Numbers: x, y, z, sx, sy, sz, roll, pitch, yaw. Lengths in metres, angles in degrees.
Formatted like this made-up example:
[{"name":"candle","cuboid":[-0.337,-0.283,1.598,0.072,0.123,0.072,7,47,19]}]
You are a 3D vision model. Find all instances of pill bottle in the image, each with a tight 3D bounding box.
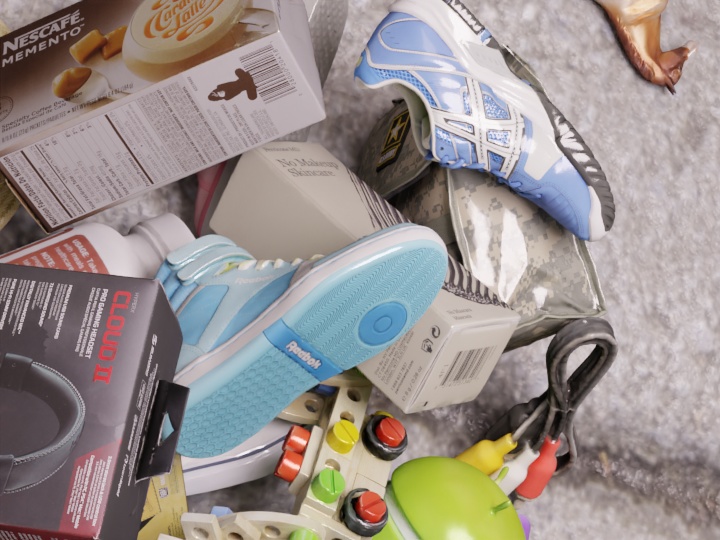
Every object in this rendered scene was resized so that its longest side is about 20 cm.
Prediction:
[{"name":"pill bottle","cuboid":[-0.195,0.038,1.013,0.198,0.112,0.113,-23,87,-23]}]

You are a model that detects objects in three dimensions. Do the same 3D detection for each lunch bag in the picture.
[{"name":"lunch bag","cuboid":[0.068,-0.042,1.103,0.116,0.164,0.203,-9,81,-26]}]

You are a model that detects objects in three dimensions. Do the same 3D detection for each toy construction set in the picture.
[{"name":"toy construction set","cuboid":[-0.044,0.112,0.983,0.130,0.092,0.201,27,56,-8]}]

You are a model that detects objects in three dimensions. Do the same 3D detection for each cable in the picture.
[{"name":"cable","cuboid":[0.133,0.108,1.093,0.096,0.200,0.051,13,52,-22]}]

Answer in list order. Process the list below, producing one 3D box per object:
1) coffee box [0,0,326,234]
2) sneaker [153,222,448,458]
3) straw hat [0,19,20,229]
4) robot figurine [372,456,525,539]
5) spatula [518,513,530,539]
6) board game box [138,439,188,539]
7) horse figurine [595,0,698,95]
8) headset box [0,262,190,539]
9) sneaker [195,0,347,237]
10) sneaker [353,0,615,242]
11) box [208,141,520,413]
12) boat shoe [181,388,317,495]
[{"name":"coffee box","cuboid":[-0.131,-0.121,1.009,0.198,0.080,0.115,-21,46,11]},{"name":"sneaker","cuboid":[-0.051,0.007,0.949,0.199,0.131,0.080,-33,136,5]},{"name":"straw hat","cuboid":[-0.288,-0.109,1.023,0.199,0.085,0.204,4,77,-20]},{"name":"robot figurine","cuboid":[0.024,0.203,1.036,0.200,0.176,0.116,-43,96,10]},{"name":"spatula","cuboid":[0.087,0.272,1.122,0.056,0.021,0.203,9,76,-21]},{"name":"board game box","cuboid":[-0.169,0.185,0.985,0.134,0.035,0.203,-14,112,-24]},{"name":"horse figurine","cuboid":[0.204,-0.250,1.257,0.199,0.050,0.133,36,85,-19]},{"name":"headset box","cuboid":[-0.191,0.078,0.863,0.197,0.077,0.150,6,62,9]},{"name":"sneaker","cuboid":[-0.090,-0.119,1.108,0.104,0.075,0.202,22,92,21]},{"name":"sneaker","cuboid":[0.078,-0.086,0.996,0.200,0.076,0.077,45,85,-8]},{"name":"box","cuboid":[0.000,0.000,1.010,0.200,0.069,0.082,42,26,28]},{"name":"boat shoe","cuboid":[-0.108,0.106,1.047,0.198,0.073,0.068,-20,105,-23]}]
